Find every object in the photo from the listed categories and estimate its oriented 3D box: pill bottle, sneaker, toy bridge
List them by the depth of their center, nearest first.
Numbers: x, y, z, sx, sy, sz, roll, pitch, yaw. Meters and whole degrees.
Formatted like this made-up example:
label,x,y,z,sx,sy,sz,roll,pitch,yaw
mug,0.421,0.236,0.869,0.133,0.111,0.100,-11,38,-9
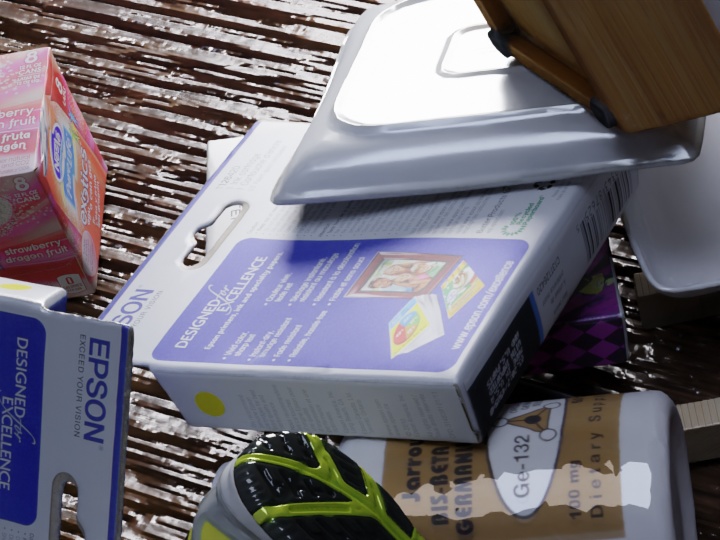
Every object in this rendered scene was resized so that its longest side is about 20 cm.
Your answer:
label,x,y,z,sx,sy,sz,roll,pitch,yaw
sneaker,0.014,0.151,0.925,0.200,0.076,0.075,46,40,0
pill bottle,0.041,0.117,0.998,0.200,0.114,0.114,-7,49,12
toy bridge,0.165,0.009,1.112,0.067,0.027,0.200,-12,47,6

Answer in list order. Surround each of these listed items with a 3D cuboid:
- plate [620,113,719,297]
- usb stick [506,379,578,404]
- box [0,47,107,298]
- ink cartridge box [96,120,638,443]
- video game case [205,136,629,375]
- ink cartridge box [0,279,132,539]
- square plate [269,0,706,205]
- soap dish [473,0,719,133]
label,x,y,z,sx,sy,sz,roll,pitch,yaw
plate,0.207,-0.064,1.135,0.200,0.032,0.200,-10,44,-8
usb stick,0.021,0.062,1.108,0.200,0.033,0.055,16,60,28
box,-0.246,-0.038,1.232,0.200,0.103,0.095,-10,48,11
ink cartridge box,0.000,0.000,1.056,0.200,0.047,0.198,0,37,31
video game case,0.022,-0.012,1.141,0.200,0.036,0.181,-7,40,4
ink cartridge box,-0.183,0.098,1.036,0.200,0.198,0.047,10,14,22
square plate,0.069,-0.096,1.112,0.200,0.028,0.198,-5,30,16
soap dish,0.079,-0.160,1.002,0.081,0.200,0.157,-37,32,-4
